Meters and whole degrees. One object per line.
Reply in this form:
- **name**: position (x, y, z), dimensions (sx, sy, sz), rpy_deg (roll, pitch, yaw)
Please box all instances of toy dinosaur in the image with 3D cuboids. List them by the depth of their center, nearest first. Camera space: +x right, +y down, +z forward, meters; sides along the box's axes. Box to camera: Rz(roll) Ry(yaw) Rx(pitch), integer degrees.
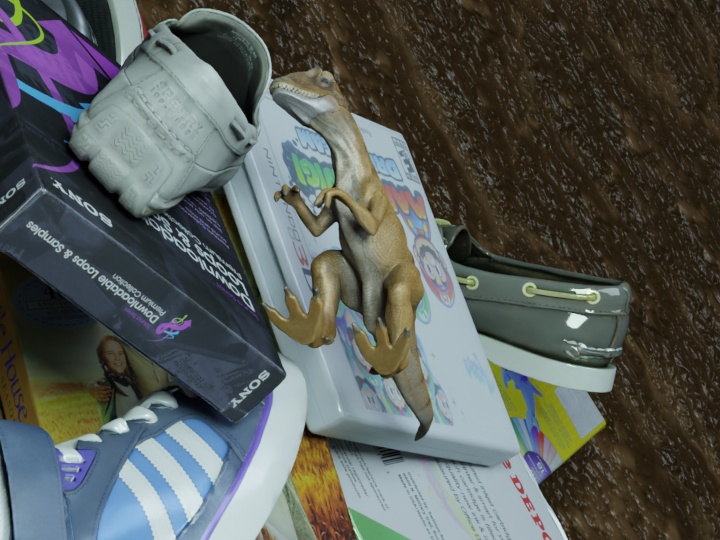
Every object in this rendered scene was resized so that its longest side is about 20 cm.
- **toy dinosaur**: position (0.010, 0.012, 1.149), dimensions (0.106, 0.060, 0.200), rpy_deg (-58, 138, -56)

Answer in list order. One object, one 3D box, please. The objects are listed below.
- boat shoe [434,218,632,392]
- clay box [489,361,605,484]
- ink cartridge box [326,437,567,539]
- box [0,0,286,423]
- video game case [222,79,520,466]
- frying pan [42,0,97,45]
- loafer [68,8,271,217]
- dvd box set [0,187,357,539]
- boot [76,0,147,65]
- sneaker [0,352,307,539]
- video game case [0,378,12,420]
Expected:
- **boat shoe**: position (0.049, 0.005, 1.447), dimensions (0.201, 0.060, 0.072), rpy_deg (21, 11, 21)
- **clay box**: position (0.063, 0.074, 1.531), dimensions (0.115, 0.048, 0.200), rpy_deg (58, 26, 2)
- **ink cartridge box**: position (0.010, 0.125, 1.333), dimensions (0.200, 0.084, 0.145), rpy_deg (-5, 64, -62)
- **box**: position (-0.109, -0.040, 1.107), dimensions (0.143, 0.036, 0.200), rpy_deg (39, 17, -37)
- **video game case**: position (0.000, 0.000, 1.300), dimensions (0.200, 0.024, 0.182), rpy_deg (17, 49, -62)
- **frying pan**: position (-0.150, -0.088, 1.260), dimensions (0.190, 0.031, 0.115), rpy_deg (42, 47, 18)
- **loafer**: position (-0.064, -0.071, 1.110), dimensions (0.070, 0.070, 0.200), rpy_deg (47, 12, -8)
- **dvd box set**: position (-0.088, 0.049, 1.191), dimensions (0.146, 0.029, 0.200), rpy_deg (1, 61, -36)
- **boot**: position (-0.098, -0.050, 1.363), dimensions (0.144, 0.072, 0.201), rpy_deg (20, 52, -53)
- **sneaker**: position (-0.114, 0.074, 1.076), dimensions (0.146, 0.081, 0.200), rpy_deg (36, 50, -14)
- **video game case**: position (-0.149, 0.122, 1.125), dimensions (0.182, 0.023, 0.200), rpy_deg (38, 33, -36)
